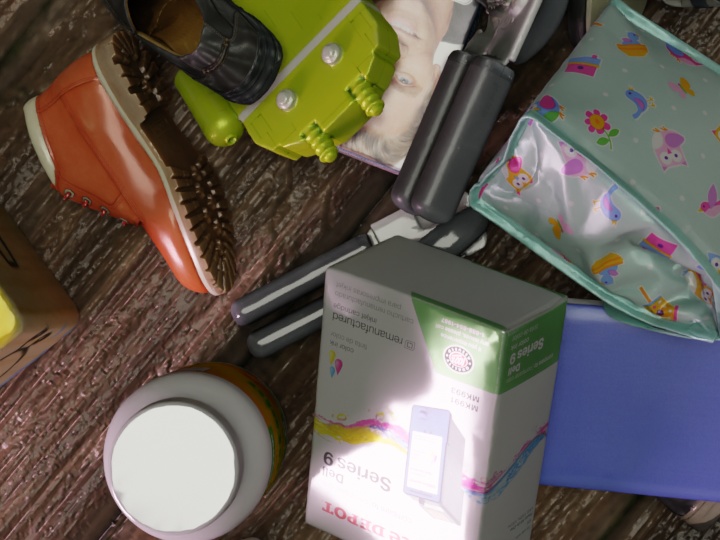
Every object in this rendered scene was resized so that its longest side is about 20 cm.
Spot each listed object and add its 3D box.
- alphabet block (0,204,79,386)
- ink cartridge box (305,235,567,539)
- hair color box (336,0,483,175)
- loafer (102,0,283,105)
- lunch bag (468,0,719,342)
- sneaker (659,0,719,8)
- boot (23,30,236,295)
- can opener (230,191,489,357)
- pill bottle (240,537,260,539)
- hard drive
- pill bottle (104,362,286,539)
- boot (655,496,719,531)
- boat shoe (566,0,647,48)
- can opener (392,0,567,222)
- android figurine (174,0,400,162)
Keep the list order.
[{"bbox_3d":[-0.337,0.016,1.167,0.195,0.200,0.197,-39,89,2],"label":"alphabet block"},{"bbox_3d":[0.048,0.098,1.152,0.145,0.087,0.201,20,118,30],"label":"ink cartridge box"},{"bbox_3d":[0.030,-0.176,1.223,0.099,0.061,0.201,21,91,3],"label":"hair color box"},{"bbox_3d":[-0.137,-0.189,1.185,0.200,0.072,0.073,36,99,37],"label":"loafer"},{"bbox_3d":[0.201,-0.060,1.144,0.199,0.122,0.171,36,49,2],"label":"lunch bag"},{"bbox_3d":[0.253,-0.264,1.191,0.201,0.077,0.147,-21,105,-32],"label":"sneaker"},{"bbox_3d":[-0.167,-0.061,1.233,0.107,0.075,0.201,-27,93,19],"label":"boot"},{"bbox_3d":[0.000,0.000,1.220,0.199,0.067,0.054,-27,88,2],"label":"can opener"},{"bbox_3d":[-0.149,0.272,1.203,0.199,0.111,0.112,-19,89,3],"label":"pill bottle"},{"bbox_3d":[0.199,0.090,1.166,0.198,0.025,0.133,4,104,9],"label":"hard drive"},{"bbox_3d":[-0.112,0.123,1.150,0.110,0.200,0.112,0,90,2],"label":"pill bottle"},{"bbox_3d":[0.235,0.067,1.209,0.150,0.073,0.201,30,99,2],"label":"boot"},{"bbox_3d":[0.173,-0.253,1.220,0.063,0.073,0.203,12,104,40],"label":"boat shoe"},{"bbox_3d":[0.092,-0.124,1.174,0.067,0.053,0.201,23,91,-35],"label":"can opener"},{"bbox_3d":[-0.050,-0.162,1.188,0.182,0.041,0.201,-42,60,18],"label":"android figurine"}]
